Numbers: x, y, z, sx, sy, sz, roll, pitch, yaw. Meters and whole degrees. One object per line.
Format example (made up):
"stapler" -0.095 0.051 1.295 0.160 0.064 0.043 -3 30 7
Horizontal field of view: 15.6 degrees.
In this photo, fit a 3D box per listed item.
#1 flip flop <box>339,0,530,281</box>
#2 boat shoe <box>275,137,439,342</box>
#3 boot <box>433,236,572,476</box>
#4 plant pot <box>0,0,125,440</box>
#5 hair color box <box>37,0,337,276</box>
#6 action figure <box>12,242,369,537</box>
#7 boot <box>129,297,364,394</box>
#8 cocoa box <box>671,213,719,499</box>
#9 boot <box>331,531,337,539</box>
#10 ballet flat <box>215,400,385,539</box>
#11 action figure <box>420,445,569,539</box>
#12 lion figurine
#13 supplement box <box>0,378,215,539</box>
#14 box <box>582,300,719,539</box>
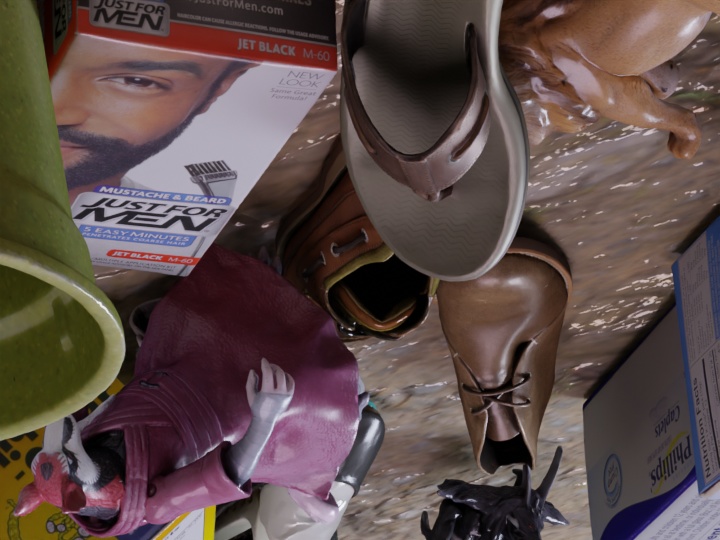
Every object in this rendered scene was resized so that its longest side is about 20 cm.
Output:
"flip flop" 0.024 -0.075 1.018 0.081 0.058 0.201 14 133 14
"boat shoe" 0.000 0.000 1.252 0.071 0.068 0.200 -2 156 -8
"boot" 0.076 0.045 1.355 0.073 0.076 0.200 -4 154 5
"plant pot" -0.189 -0.052 0.974 0.199 0.185 0.201 -4 156 -2
"hair color box" -0.094 -0.069 1.098 0.110 0.064 0.200 6 152 -20
"action figure" -0.093 0.071 1.193 0.200 0.134 0.150 -35 148 -46
"boot" -0.085 0.049 1.366 0.096 0.074 0.199 46 148 -20
"cocoa box" 0.271 0.036 1.289 0.199 0.134 0.131 5 154 -18
"boot" -0.103 0.227 1.651 0.198 0.132 0.068 -3 156 0
"ballet flat" -0.048 0.139 1.546 0.068 0.069 0.200 13 150 -31
"action figure" 0.068 0.198 1.582 0.118 0.102 0.200 12 123 -45
"lion figurine" 0.118 -0.104 1.060 0.122 0.073 0.200 21 134 -34
"supplement box" -0.150 0.138 1.386 0.109 0.109 0.200 -44 167 -19
"box" 0.245 0.091 1.440 0.198 0.106 0.184 3 155 -15
